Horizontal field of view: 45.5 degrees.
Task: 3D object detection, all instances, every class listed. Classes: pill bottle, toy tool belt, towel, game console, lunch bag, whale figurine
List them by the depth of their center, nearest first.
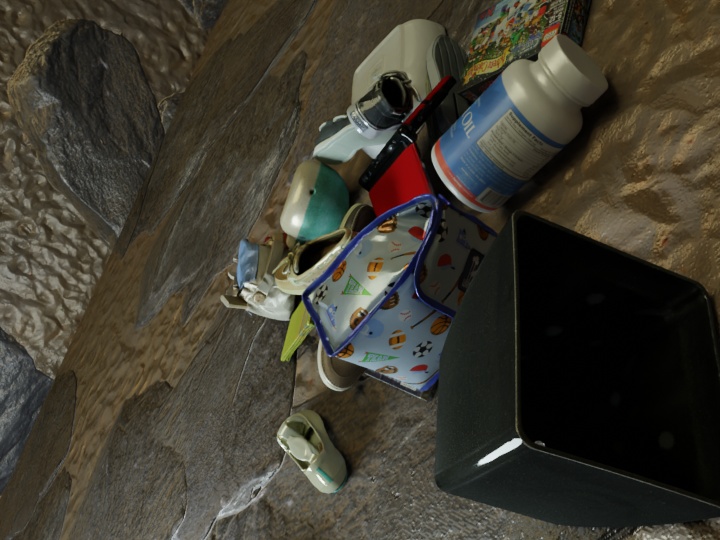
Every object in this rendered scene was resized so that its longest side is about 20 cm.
[{"bbox_3d":[0.067,0.021,0.946,0.200,0.169,0.124,-47,46,17],"label":"lunch bag"},{"bbox_3d":[0.184,-0.170,0.991,0.200,0.112,0.113,-45,32,32],"label":"pill bottle"},{"bbox_3d":[0.082,-0.136,1.164,0.173,0.119,0.200,-49,3,-21],"label":"game console"},{"bbox_3d":[-0.085,0.074,1.303,0.200,0.018,0.087,128,158,-63],"label":"towel"},{"bbox_3d":[-0.075,-0.103,1.450,0.200,0.103,0.161,123,165,-77],"label":"whale figurine"},{"bbox_3d":[-0.176,-0.002,1.451,0.201,0.121,0.126,-104,20,-52],"label":"toy tool belt"}]

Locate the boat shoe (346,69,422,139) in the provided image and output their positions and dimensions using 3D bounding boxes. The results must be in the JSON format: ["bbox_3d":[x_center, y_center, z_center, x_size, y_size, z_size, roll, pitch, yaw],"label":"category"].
[{"bbox_3d":[0.042,-0.235,1.162,0.068,0.074,0.199,-38,1,26],"label":"boat shoe"}]

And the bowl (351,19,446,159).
[{"bbox_3d":[0.053,-0.306,1.400,0.200,0.074,0.201,-37,37,40],"label":"bowl"}]

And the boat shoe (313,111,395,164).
[{"bbox_3d":[-0.007,-0.222,1.328,0.199,0.075,0.061,-14,64,47],"label":"boat shoe"}]

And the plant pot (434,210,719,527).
[{"bbox_3d":[0.162,0.104,0.709,0.178,0.198,0.202,-48,28,50],"label":"plant pot"}]

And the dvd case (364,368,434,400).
[{"bbox_3d":[0.082,0.053,1.082,0.148,0.016,0.202,11,77,63],"label":"dvd case"}]

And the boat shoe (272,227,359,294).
[{"bbox_3d":[-0.060,-0.020,1.194,0.199,0.062,0.074,-20,48,42],"label":"boat shoe"}]

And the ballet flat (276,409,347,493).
[{"bbox_3d":[-0.076,0.230,1.155,0.070,0.069,0.200,-63,26,0],"label":"ballet flat"}]

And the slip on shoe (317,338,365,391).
[{"bbox_3d":[0.005,0.065,1.152,0.201,0.076,0.060,-62,15,-15],"label":"slip on shoe"}]

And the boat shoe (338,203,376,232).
[{"bbox_3d":[-0.001,0.000,1.229,0.066,0.071,0.203,-5,67,54],"label":"boat shoe"}]

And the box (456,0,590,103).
[{"bbox_3d":[0.218,-0.315,1.143,0.199,0.037,0.138,-15,53,57],"label":"box"}]

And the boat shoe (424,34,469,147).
[{"bbox_3d":[0.117,-0.257,1.241,0.062,0.071,0.202,-45,32,46],"label":"boat shoe"}]
